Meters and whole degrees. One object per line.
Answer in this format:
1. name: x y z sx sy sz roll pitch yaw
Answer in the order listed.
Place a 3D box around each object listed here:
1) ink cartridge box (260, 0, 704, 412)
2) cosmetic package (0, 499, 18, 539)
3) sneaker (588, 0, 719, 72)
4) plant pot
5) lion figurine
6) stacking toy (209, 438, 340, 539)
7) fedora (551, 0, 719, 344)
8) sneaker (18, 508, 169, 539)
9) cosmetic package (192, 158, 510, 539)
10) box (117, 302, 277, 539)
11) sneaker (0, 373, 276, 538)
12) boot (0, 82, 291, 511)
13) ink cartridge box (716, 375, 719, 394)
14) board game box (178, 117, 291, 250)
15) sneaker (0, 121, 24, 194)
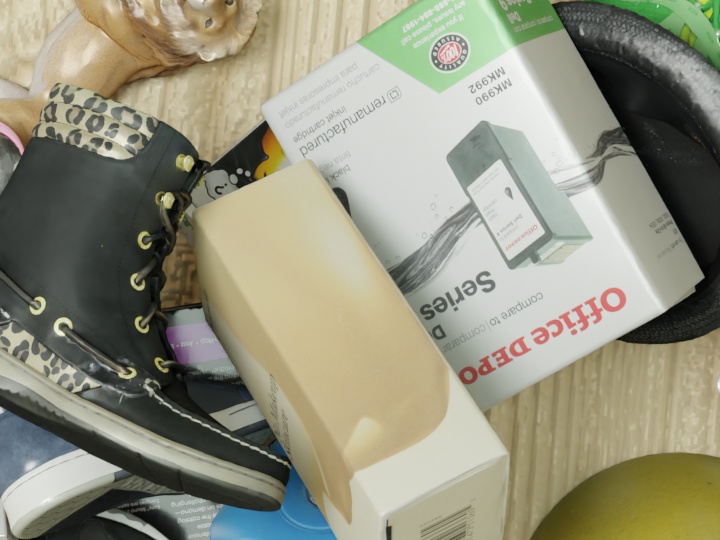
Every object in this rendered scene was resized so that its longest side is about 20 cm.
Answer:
1. ink cartridge box: 0.065 -0.040 1.055 0.146 0.084 0.201 -31 88 26
2. cosmetic package: -0.229 0.073 1.073 0.082 0.051 0.201 -7 53 -4
3. sneaker: 0.203 -0.146 1.131 0.199 0.084 0.074 32 88 -4
4. plant pot: 0.188 0.207 1.109 0.198 0.142 0.202 0 90 -4
5. lion figurine: -0.157 -0.114 1.126 0.122 0.073 0.200 42 103 -11
6. stacking toy: 0.012 0.178 1.099 0.110 0.116 0.201 -48 138 -27
7. fedora: 0.154 -0.061 1.114 0.200 0.091 0.202 14 116 32
8. sneaker: -0.193 0.168 1.082 0.199 0.088 0.076 9 109 17
9. cosmetic package: -0.008 0.055 0.997 0.071 0.106 0.200 -24 56 -16
10. box: -0.096 0.120 1.143 0.142 0.036 0.201 -8 90 -5
11. sneaker: -0.129 0.048 1.058 0.077 0.202 0.147 -43 69 34
12. boot: -0.100 0.011 0.953 0.203 0.074 0.154 25 75 11
13. ink cartridge box: 0.294 0.088 1.140 0.200 0.067 0.116 40 76 -3
14. board game box: 0.000 0.000 1.127 0.126 0.035 0.200 -42 94 -22
15. sneaker: -0.272 -0.051 1.068 0.199 0.095 0.080 3 90 22
